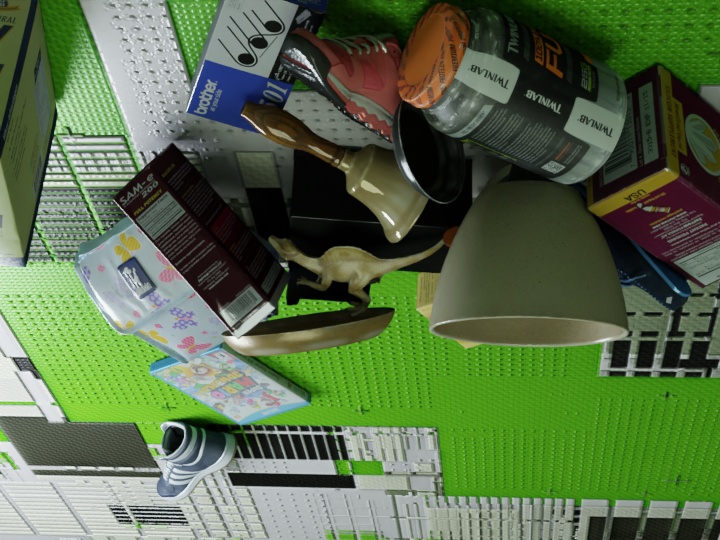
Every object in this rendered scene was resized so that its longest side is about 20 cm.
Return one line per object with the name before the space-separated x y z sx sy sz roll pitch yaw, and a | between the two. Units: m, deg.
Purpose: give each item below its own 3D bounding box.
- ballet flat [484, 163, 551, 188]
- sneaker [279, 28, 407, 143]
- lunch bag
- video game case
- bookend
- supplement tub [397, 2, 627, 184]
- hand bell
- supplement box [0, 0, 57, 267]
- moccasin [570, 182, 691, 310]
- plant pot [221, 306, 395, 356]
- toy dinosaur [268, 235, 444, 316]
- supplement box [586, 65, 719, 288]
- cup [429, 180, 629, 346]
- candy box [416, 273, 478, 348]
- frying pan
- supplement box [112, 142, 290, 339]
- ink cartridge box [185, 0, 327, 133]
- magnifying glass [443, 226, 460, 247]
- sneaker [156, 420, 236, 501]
ballet flat | 0.163 -0.071 1.489 0.072 0.074 0.200 9 154 -9
sneaker | -0.006 -0.196 1.272 0.073 0.087 0.200 33 -178 31
lunch bag | -0.220 0.006 1.594 0.168 0.128 0.199 -26 134 31
video game case | -0.186 0.164 1.946 0.142 0.018 0.199 -20 141 32
bookend | 0.017 -0.041 1.522 0.197 0.093 0.200 4 150 -2
supplement tub | 0.142 -0.169 1.270 0.198 0.124 0.122 20 145 -25
hand bell | -0.030 -0.117 1.350 0.198 0.105 0.104 26 144 -15
supplement box | -0.382 -0.144 1.298 0.132 0.202 0.201 4 148 -3
moccasin | 0.271 -0.017 1.441 0.080 0.200 0.068 19 114 -48
plant pot | -0.057 0.069 1.508 0.197 0.028 0.200 -8 -178 0
toy dinosaur | 0.000 0.000 1.441 0.197 0.059 0.102 1 149 1
supplement box | 0.326 -0.091 1.366 0.199 0.132 0.103 28 140 -35
cup | 0.169 -0.008 1.349 0.197 0.145 0.200 2 169 0
candy box | 0.180 0.024 1.642 0.198 0.057 0.116 -18 141 33
frying pan | 0.079 -0.141 1.325 0.031 0.191 0.116 -14 117 34
supplement box | -0.168 -0.034 1.450 0.061 0.109 0.200 -38 100 17
ink cartridge box | -0.102 -0.214 1.301 0.093 0.045 0.200 14 147 -13
magnifying glass | 0.146 -0.009 1.479 0.079 0.023 0.199 -25 151 23
sneaker | -0.293 0.298 2.123 0.108 0.071 0.199 21 138 -34
